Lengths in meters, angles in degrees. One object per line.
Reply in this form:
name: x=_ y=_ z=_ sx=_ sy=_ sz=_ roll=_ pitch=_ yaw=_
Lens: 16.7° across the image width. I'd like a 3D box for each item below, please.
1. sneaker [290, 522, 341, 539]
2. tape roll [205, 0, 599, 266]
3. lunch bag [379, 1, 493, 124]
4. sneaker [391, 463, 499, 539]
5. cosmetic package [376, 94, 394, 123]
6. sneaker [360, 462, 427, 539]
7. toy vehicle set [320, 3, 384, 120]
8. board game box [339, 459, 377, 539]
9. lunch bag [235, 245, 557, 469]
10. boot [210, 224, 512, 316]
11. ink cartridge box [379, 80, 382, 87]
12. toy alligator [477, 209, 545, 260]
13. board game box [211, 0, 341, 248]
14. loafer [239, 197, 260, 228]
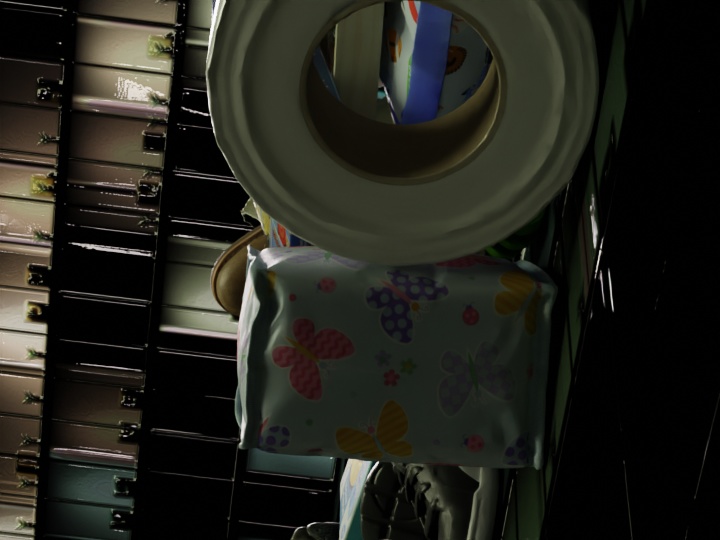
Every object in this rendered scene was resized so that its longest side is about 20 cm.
sneaker: x=0.006 y=0.239 z=1.780 sx=0.200 sy=0.114 sz=0.077 roll=-107 pitch=24 yaw=-70
tape roll: x=0.021 y=-0.106 z=1.256 sx=0.071 sy=0.201 sz=0.203 roll=-87 pitch=5 yaw=-61
lunch bag: x=0.066 y=-0.192 z=1.402 sx=0.170 sy=0.123 sz=0.201 roll=97 pitch=-172 yaw=-54
sneaker: x=0.029 y=0.118 z=1.531 sx=0.073 sy=0.111 sz=0.201 roll=98 pitch=178 yaw=-49
cosmetic package: x=0.032 y=-0.071 z=1.703 sx=0.073 sy=0.103 sz=0.200 roll=53 pitch=-178 yaw=6
sneaker: x=0.054 y=0.109 z=1.660 sx=0.079 sy=0.075 sz=0.201 roll=-43 pitch=-31 yaw=-77
toy vehicle set: x=-0.007 y=-0.171 z=1.424 sx=0.201 sy=0.026 sz=0.125 roll=94 pitch=172 yaw=-46
board game box: x=0.036 y=0.097 z=1.786 sx=0.151 sy=0.047 sz=0.201 roll=-93 pitch=21 yaw=-77
lunch bag: x=0.016 y=0.046 z=1.365 sx=0.200 sy=0.169 sz=0.128 roll=-121 pitch=35 yaw=-82
boot: x=0.000 y=0.000 z=1.571 sx=0.076 sy=0.199 sz=0.074 roll=-93 pitch=-9 yaw=-60
ink cartridge box: x=0.019 y=-0.201 z=1.607 sx=0.084 sy=0.199 sz=0.145 roll=51 pitch=151 yaw=30
toy alligator: x=0.059 y=-0.016 z=1.459 sx=0.059 sy=0.054 sz=0.200 roll=-50 pitch=5 yaw=-38
board game box: x=-0.051 y=-0.102 z=1.476 sx=0.136 sy=0.034 sz=0.201 roll=96 pitch=160 yaw=-48
loafer: x=-0.025 y=0.000 z=1.721 sx=0.075 sy=0.070 sz=0.200 roll=53 pitch=-179 yaw=-44
